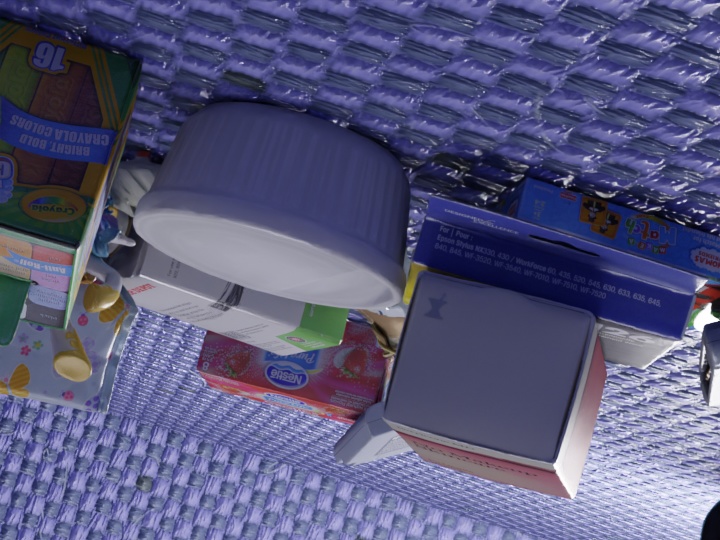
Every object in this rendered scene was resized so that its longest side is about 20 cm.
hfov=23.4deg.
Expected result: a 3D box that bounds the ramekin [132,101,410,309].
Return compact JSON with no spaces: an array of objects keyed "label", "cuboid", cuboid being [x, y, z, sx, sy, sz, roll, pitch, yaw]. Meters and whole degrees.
[{"label":"ramekin","cuboid":[-0.055,-0.047,1.248,0.201,0.095,0.202,15,167,4]}]

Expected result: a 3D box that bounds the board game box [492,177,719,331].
[{"label":"board game box","cuboid":[0.191,-0.008,1.254,0.199,0.037,0.151,18,167,-5]}]

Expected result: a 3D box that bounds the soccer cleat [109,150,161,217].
[{"label":"soccer cleat","cuboid":[-0.138,-0.044,1.393,0.199,0.078,0.069,11,167,20]}]

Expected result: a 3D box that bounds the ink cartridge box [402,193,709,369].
[{"label":"ink cartridge box","cuboid":[0.131,0.015,1.240,0.197,0.047,0.200,17,171,3]}]

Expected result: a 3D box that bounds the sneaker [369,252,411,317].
[{"label":"sneaker","cuboid":[0.000,0.000,1.429,0.070,0.073,0.200,9,166,11]}]

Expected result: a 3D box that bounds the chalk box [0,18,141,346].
[{"label":"chalk box","cuboid":[-0.236,-0.048,1.163,0.124,0.201,0.124,16,149,-6]}]

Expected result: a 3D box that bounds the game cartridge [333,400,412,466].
[{"label":"game cartridge","cuboid":[0.080,0.152,1.825,0.199,0.041,0.133,-13,166,-24]}]

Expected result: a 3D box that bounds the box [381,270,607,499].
[{"label":"box","cuboid":[0.101,0.087,1.249,0.127,0.110,0.200,14,169,14]}]

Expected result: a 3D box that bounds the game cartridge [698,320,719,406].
[{"label":"game cartridge","cuboid":[0.313,0.056,1.259,0.132,0.042,0.200,-10,165,8]}]

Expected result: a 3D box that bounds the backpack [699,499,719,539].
[{"label":"backpack","cuboid":[0.507,0.378,2.160,0.153,0.201,0.175,18,162,-40]}]

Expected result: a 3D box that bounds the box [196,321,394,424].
[{"label":"box","cuboid":[-0.066,0.098,1.869,0.199,0.096,0.100,14,166,9]}]

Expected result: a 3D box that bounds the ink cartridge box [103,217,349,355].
[{"label":"ink cartridge box","cuboid":[-0.122,0.005,1.569,0.199,0.084,0.145,20,166,-21]}]

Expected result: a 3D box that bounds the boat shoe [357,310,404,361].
[{"label":"boat shoe","cuboid":[0.053,0.059,1.630,0.074,0.067,0.200,4,163,41]}]

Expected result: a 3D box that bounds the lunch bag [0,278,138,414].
[{"label":"lunch bag","cuboid":[-0.302,0.035,1.497,0.169,0.128,0.200,13,-166,-27]}]

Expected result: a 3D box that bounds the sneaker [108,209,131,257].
[{"label":"sneaker","cuboid":[-0.291,-0.068,1.493,0.199,0.067,0.090,16,166,38]}]

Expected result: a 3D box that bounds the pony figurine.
[{"label":"pony figurine","cuboid":[-0.260,-0.027,1.310,0.192,0.167,0.200,29,-154,-17]}]
